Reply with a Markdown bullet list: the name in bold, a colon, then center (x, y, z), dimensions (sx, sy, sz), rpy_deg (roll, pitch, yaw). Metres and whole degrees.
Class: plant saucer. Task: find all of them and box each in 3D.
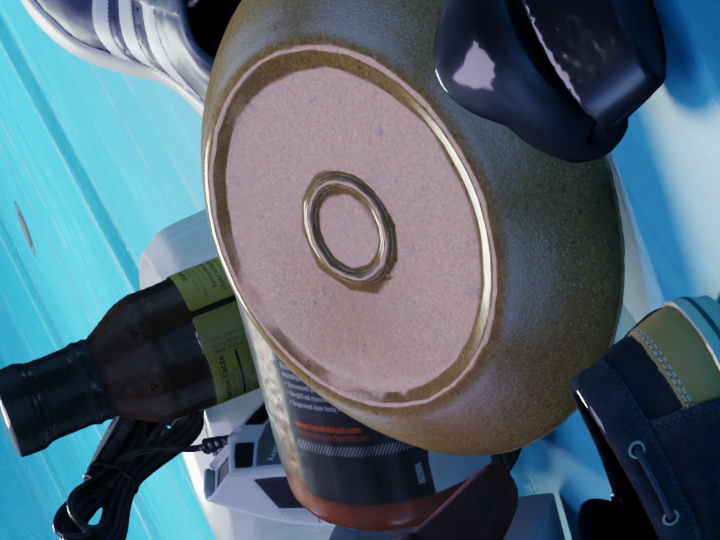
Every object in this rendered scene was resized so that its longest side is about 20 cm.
- **plant saucer**: center (0.006, -0.020, 1.078), dimensions (0.199, 0.035, 0.201), rpy_deg (20, 122, 35)

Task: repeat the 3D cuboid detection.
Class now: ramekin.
- **ramekin**: center (-0.045, 0.055, 1.487), dimensions (0.202, 0.094, 0.204), rpy_deg (163, 90, -80)

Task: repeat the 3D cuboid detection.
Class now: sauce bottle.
- **sauce bottle**: center (-0.070, 0.028, 1.337), dimensions (0.065, 0.199, 0.065), rpy_deg (160, 90, -80)

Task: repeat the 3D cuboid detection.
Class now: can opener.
- **can opener**: center (0.042, -0.127, 0.961), dimensions (0.063, 0.078, 0.201), rpy_deg (11, -128, -57)

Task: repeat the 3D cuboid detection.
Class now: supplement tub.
- **supplement tub**: center (0.000, 0.000, 1.207), dimensions (0.107, 0.106, 0.201), rpy_deg (-130, 22, -57)

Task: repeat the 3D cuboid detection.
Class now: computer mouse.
- **computer mouse**: center (-0.033, 0.091, 1.335), dimensions (0.110, 0.199, 0.044), rpy_deg (-61, -39, -52)

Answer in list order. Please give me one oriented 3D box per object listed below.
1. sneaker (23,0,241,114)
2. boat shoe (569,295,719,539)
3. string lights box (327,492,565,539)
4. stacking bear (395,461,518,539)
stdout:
- **sneaker**: center (-0.079, -0.126, 1.321), dimensions (0.199, 0.075, 0.085), rpy_deg (32, 144, 26)
- **boat shoe**: center (0.107, 0.095, 1.008), dimensions (0.075, 0.062, 0.201), rpy_deg (54, 162, 45)
- **string lights box**: center (0.057, 0.203, 1.283), dimensions (0.059, 0.102, 0.201), rpy_deg (-59, -44, -62)
- **stacking bear**: center (0.068, 0.184, 1.012), dimensions (0.200, 0.121, 0.114), rpy_deg (44, 119, 8)
